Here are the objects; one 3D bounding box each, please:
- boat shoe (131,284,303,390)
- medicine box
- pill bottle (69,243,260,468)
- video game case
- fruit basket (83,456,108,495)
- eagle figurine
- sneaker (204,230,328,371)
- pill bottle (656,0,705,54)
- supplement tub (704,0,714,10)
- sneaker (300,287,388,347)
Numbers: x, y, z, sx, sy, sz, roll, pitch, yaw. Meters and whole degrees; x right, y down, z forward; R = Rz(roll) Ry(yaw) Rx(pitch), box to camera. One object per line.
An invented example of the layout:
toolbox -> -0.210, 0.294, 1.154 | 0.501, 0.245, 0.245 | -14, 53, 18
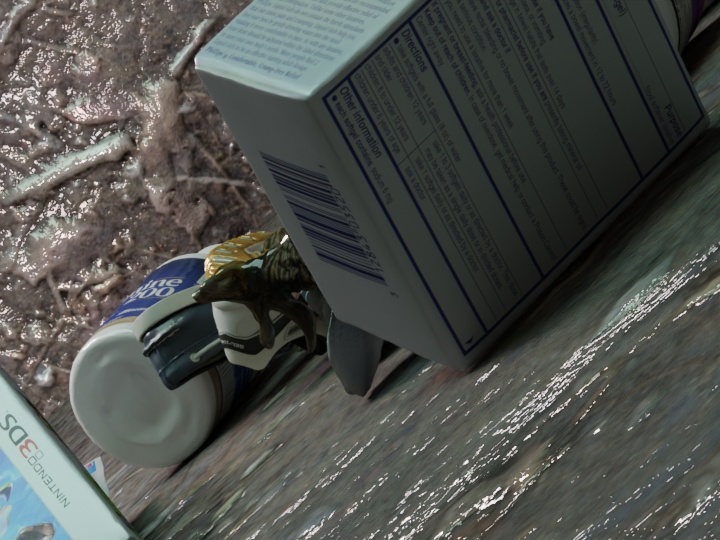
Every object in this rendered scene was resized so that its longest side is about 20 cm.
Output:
boat shoe -> -0.063, 0.031, 1.953 | 0.199, 0.062, 0.075 | -17, -18, -37
medicine box -> 0.050, -0.089, 1.384 | 0.200, 0.183, 0.103 | -44, 37, -20
pill bottle -> -0.128, 0.054, 2.056 | 0.111, 0.111, 0.200 | -39, 6, 28
video game case -> -0.242, 0.176, 1.644 | 0.200, 0.181, 0.045 | -42, -40, -4
fruit basket -> -0.243, 0.193, 1.863 | 0.185, 0.094, 0.200 | -42, 3, -2
eagle figurine -> -0.005, -0.046, 1.537 | 0.200, 0.151, 0.152 | -41, 40, 28
sneaker -> -0.023, 0.008, 1.870 | 0.199, 0.088, 0.075 | -19, 21, -38
pill bottle -> 0.145, -0.153, 1.715 | 0.111, 0.112, 0.200 | -40, 5, 25
supplement tub -> 0.151, -0.243, 1.915 | 0.145, 0.200, 0.145 | -41, 5, 5
sneaker -> 0.000, 0.000, 1.736 | 0.075, 0.079, 0.200 | -42, 4, 2
